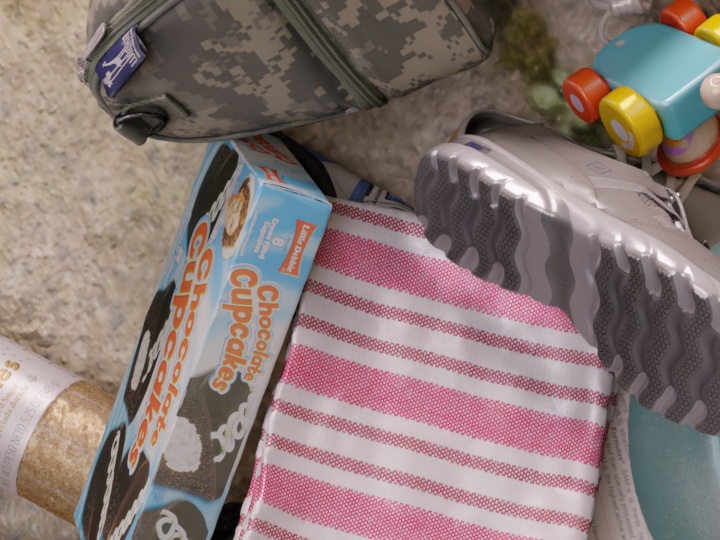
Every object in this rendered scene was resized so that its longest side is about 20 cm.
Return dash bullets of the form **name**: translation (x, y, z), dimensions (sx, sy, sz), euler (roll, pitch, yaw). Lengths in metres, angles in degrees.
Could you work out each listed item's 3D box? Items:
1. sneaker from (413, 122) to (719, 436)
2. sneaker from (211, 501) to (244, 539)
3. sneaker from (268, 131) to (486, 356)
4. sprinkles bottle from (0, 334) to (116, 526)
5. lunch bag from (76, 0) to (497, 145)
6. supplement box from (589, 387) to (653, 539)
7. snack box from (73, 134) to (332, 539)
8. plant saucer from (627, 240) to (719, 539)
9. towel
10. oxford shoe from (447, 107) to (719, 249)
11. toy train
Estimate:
- **sneaker**: translation (0.118, -0.008, 1.102), dimensions (0.200, 0.082, 0.075), euler (38, 139, 26)
- **sneaker**: translation (-0.033, 0.165, 1.228), dimensions (0.075, 0.200, 0.116), euler (-33, 103, -23)
- **sneaker**: translation (0.000, 0.000, 1.242), dimensions (0.200, 0.077, 0.076), euler (42, 111, 31)
- **sprinkles bottle**: translation (-0.189, 0.060, 1.313), dimensions (0.199, 0.068, 0.068), euler (26, 102, 16)
- **lunch bag**: translation (-0.041, -0.160, 1.172), dimensions (0.167, 0.139, 0.201), euler (-21, 50, 22)
- **supplement box**: translation (0.097, 0.112, 1.209), dimensions (0.199, 0.073, 0.127), euler (-15, 88, 20)
- **snack box**: translation (-0.072, 0.043, 1.186), dimensions (0.037, 0.116, 0.201), euler (17, 101, -17)
- **plant saucer**: translation (0.213, 0.068, 1.133), dimensions (0.199, 0.036, 0.201), euler (1, 86, -9)
- **towel**: translation (0.030, 0.074, 1.128), dimensions (0.146, 0.030, 0.201), euler (13, 74, 2)
- **oxford shoe**: translation (0.121, -0.023, 1.185), dimensions (0.199, 0.075, 0.058), euler (17, 130, 16)
- **toy train**: translation (0.189, -0.096, 1.155), dimensions (0.199, 0.150, 0.056), euler (-7, 127, 27)
